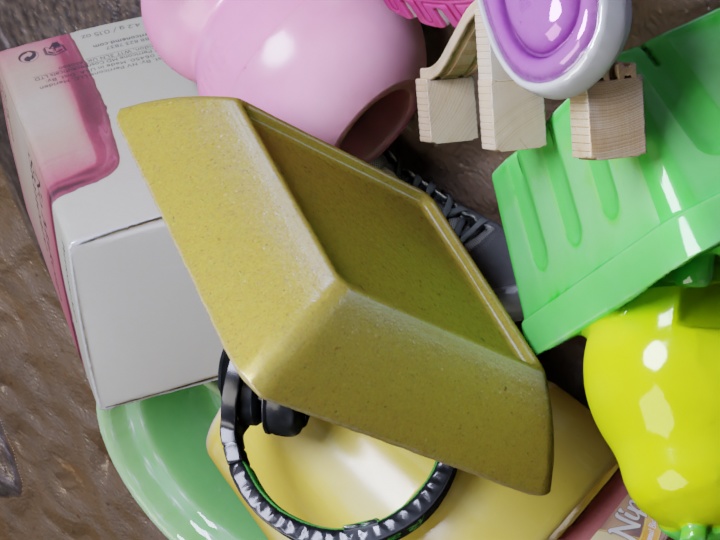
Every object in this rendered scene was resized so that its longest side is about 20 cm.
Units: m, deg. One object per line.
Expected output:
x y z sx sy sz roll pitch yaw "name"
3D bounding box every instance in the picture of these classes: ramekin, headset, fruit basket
-0.073 0.113 1.213 0.199 0.098 0.201 28 139 27 "ramekin"
-0.015 0.049 0.952 0.094 0.123 0.201 67 -169 -75 "headset"
0.154 0.008 0.797 0.216 0.155 0.216 52 157 33 "fruit basket"

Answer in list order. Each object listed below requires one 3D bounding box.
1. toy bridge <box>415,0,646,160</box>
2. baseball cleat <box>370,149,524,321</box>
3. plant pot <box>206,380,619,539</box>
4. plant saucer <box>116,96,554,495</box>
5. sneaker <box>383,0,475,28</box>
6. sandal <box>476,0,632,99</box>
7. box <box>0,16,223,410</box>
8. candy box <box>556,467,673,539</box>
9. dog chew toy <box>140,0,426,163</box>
0.065 -0.086 0.782 0.200 0.027 0.068 -160 65 -71 "toy bridge"
0.021 -0.031 1.007 0.199 0.070 0.107 15 133 36 "baseball cleat"
0.021 0.116 1.032 0.189 0.201 0.201 41 144 12 "plant pot"
0.000 0.000 0.842 0.048 0.199 0.200 -48 44 18 "plant saucer"
0.011 -0.187 0.849 0.200 0.088 0.081 34 169 29 "sneaker"
0.046 -0.158 0.707 0.082 0.050 0.203 -46 54 30 "sandal"
-0.134 -0.039 1.056 0.200 0.108 0.128 -120 20 -47 "box"
0.172 0.196 1.018 0.055 0.115 0.201 17 134 35 "candy box"
-0.059 -0.140 0.955 0.200 0.124 0.125 45 145 18 "dog chew toy"
